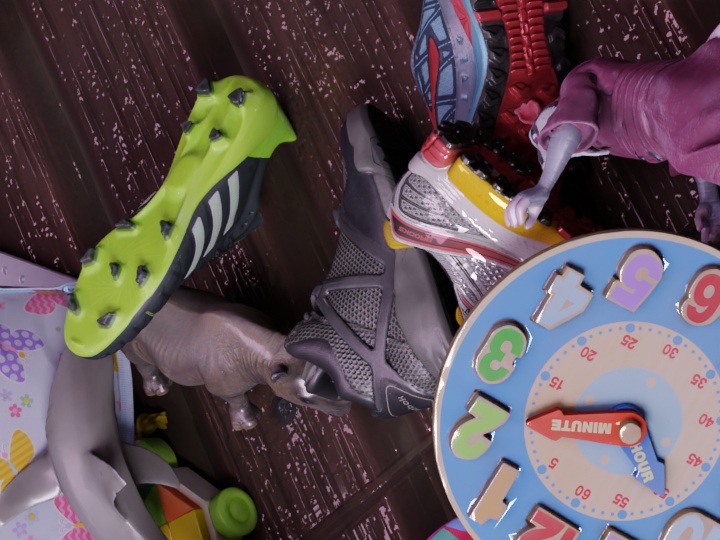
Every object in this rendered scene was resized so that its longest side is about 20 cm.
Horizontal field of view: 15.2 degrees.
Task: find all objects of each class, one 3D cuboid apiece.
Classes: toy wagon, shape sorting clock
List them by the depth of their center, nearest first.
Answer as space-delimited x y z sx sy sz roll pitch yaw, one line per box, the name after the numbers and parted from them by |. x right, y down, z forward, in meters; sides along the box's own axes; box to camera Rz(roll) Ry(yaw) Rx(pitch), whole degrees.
0.136 0.077 1.383 0.039 0.200 0.200 -104 27 -72 | shape sorting clock
-0.125 0.189 1.736 0.155 0.040 0.200 -30 71 41 | toy wagon

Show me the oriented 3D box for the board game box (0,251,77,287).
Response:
-0.247 0.086 1.862 0.200 0.026 0.200 18 104 43 | board game box

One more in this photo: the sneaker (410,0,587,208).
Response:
0.073 -0.105 1.517 0.095 0.079 0.200 177 92 -65 | sneaker

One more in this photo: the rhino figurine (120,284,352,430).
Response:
-0.076 0.052 1.640 0.200 0.060 0.088 15 146 42 | rhino figurine

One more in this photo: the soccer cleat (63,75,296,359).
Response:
-0.104 -0.024 1.630 0.067 0.081 0.200 25 78 40 | soccer cleat

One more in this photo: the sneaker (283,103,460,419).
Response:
0.000 0.000 1.546 0.114 0.076 0.200 -30 57 22 | sneaker

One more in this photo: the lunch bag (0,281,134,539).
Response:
-0.236 0.108 1.708 0.127 0.169 0.200 -13 79 58 | lunch bag

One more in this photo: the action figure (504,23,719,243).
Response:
0.154 -0.087 1.380 0.200 0.134 0.149 7 93 44 | action figure

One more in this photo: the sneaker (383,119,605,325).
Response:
0.099 0.010 1.443 0.200 0.078 0.082 42 114 4 | sneaker

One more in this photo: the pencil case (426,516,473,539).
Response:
0.117 0.203 1.470 0.200 0.088 0.089 25 109 39 | pencil case

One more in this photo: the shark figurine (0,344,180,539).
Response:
-0.129 0.143 1.621 0.214 0.128 0.090 46 158 3 | shark figurine
